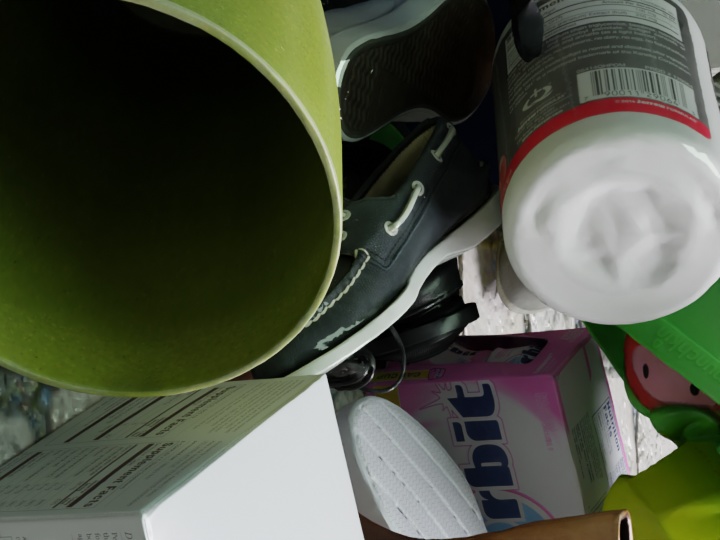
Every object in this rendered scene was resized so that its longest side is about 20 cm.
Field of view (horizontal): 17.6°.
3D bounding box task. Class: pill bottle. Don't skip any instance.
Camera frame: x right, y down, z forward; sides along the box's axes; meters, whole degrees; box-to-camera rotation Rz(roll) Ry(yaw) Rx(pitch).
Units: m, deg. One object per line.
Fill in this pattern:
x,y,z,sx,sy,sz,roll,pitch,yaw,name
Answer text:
0.119,-0.075,1.127,0.201,0.110,0.111,-89,157,-54,pill bottle

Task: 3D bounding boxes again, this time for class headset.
0.000,0.000,1.189,0.124,0.093,0.201,61,21,-27,headset

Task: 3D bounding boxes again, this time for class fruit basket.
0.176,0.098,1.157,0.156,0.214,0.217,50,43,-45,fruit basket

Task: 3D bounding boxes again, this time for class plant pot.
-0.087,-0.086,0.936,0.201,0.186,0.188,-79,150,-51,plant pot

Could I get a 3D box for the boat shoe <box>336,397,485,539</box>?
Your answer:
0.031,0.160,1.182,0.201,0.071,0.072,59,40,-9,boat shoe

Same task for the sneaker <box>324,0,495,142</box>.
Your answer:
0.001,-0.109,1.165,0.200,0.084,0.074,-17,113,-60,sneaker

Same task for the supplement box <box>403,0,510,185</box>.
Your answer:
0.104,-0.128,1.339,0.200,0.109,0.110,-40,120,-57,supplement box

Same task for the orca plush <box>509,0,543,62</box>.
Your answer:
0.045,-0.166,1.148,0.105,0.071,0.201,27,29,-42,orca plush

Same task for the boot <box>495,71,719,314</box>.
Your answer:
0.148,-0.038,1.314,0.073,0.199,0.182,58,32,-2,boot

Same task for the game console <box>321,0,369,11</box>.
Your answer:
0.008,-0.237,1.174,0.171,0.117,0.202,39,52,-52,game console

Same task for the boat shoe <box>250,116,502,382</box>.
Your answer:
-0.001,-0.007,1.071,0.061,0.075,0.200,57,36,-8,boat shoe

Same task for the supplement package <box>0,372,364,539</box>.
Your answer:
-0.071,0.164,0.962,0.156,0.110,0.202,-35,116,-58,supplement package

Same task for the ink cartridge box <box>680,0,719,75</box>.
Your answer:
0.244,-0.198,1.571,0.146,0.145,0.202,29,61,-56,ink cartridge box

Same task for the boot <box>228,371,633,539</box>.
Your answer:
0.025,0.123,1.052,0.068,0.199,0.190,-9,93,-61,boot

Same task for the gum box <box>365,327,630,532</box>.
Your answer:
0.084,0.127,1.250,0.066,0.113,0.202,-40,120,-56,gum box
